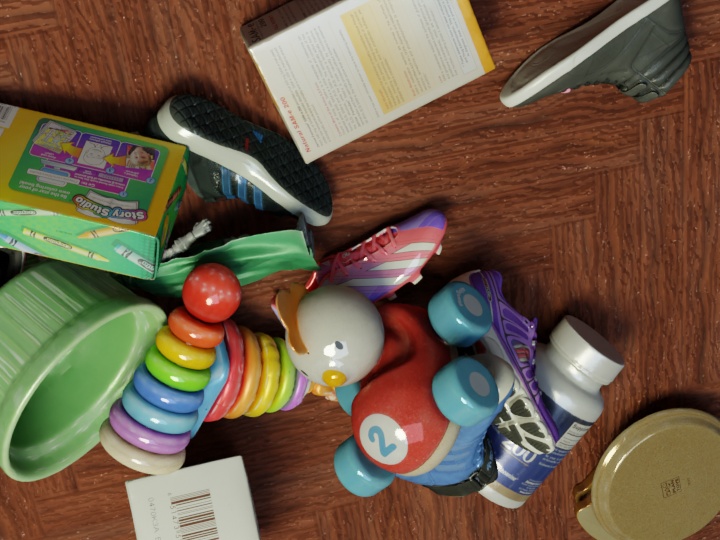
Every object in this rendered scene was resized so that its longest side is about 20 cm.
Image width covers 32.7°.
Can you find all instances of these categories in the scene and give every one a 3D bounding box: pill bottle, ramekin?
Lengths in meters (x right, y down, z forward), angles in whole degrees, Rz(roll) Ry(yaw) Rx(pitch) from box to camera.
[{"bbox_3d":[0.191,0.150,1.329,0.111,0.111,0.200,30,107,-25],"label":"pill bottle"},{"bbox_3d":[-0.280,0.084,1.121,0.098,0.200,0.201,37,109,17],"label":"ramekin"}]

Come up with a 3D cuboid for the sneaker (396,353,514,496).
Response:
[{"bbox_3d":[0.111,0.162,1.234,0.111,0.077,0.200,30,129,-22],"label":"sneaker"}]

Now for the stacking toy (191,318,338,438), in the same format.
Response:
[{"bbox_3d":[-0.091,0.107,1.257,0.199,0.110,0.116,9,131,-29],"label":"stacking toy"}]

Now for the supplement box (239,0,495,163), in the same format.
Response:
[{"bbox_3d":[0.006,-0.204,1.122,0.199,0.074,0.126,-26,120,1],"label":"supplement box"}]

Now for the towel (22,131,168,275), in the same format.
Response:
[{"bbox_3d":[-0.290,-0.038,1.169,0.199,0.023,0.153,-14,119,-6],"label":"towel"}]

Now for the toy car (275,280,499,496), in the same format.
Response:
[{"bbox_3d":[-0.005,0.087,1.155,0.199,0.178,0.184,27,131,-27],"label":"toy car"}]

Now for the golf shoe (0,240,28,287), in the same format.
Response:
[{"bbox_3d":[-0.357,0.029,1.123,0.072,0.092,0.201,17,115,-18],"label":"golf shoe"}]

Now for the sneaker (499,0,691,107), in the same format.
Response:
[{"bbox_3d":[0.236,-0.189,1.184,0.199,0.071,0.099,-33,115,0],"label":"sneaker"}]

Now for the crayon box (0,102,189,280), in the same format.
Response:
[{"bbox_3d":[-0.260,-0.073,1.072,0.199,0.119,0.058,13,137,-3],"label":"crayon box"}]

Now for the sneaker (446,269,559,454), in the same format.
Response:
[{"bbox_3d":[0.158,0.089,1.247,0.083,0.081,0.201,-23,88,-26],"label":"sneaker"}]

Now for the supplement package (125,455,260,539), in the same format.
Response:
[{"bbox_3d":[-0.162,0.262,1.241,0.117,0.200,0.118,-13,78,-7],"label":"supplement package"}]

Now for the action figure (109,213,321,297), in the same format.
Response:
[{"bbox_3d":[-0.144,-0.010,1.167,0.199,0.055,0.118,-10,158,3],"label":"action figure"}]

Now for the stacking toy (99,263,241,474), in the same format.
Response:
[{"bbox_3d":[-0.168,0.084,1.129,0.085,0.085,0.201,19,107,-21],"label":"stacking toy"}]

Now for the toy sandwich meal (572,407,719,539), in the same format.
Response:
[{"bbox_3d":[0.347,0.241,1.442,0.204,0.070,0.207,-5,114,-12],"label":"toy sandwich meal"}]

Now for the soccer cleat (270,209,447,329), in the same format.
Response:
[{"bbox_3d":[0.000,0.000,1.236,0.200,0.067,0.076,-41,114,12],"label":"soccer cleat"}]

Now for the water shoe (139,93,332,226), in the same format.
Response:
[{"bbox_3d":[-0.116,-0.097,1.166,0.199,0.072,0.079,32,134,-27],"label":"water shoe"}]

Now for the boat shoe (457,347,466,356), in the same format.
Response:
[{"bbox_3d":[0.064,0.149,1.321,0.072,0.071,0.201,20,111,-22],"label":"boat shoe"}]
